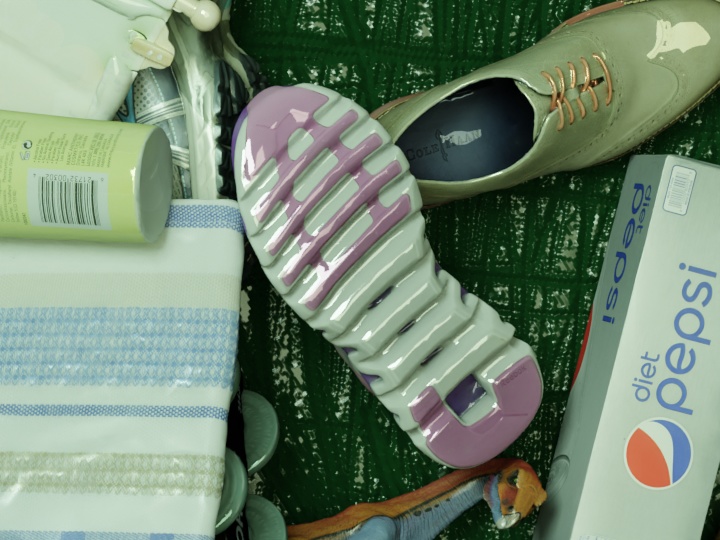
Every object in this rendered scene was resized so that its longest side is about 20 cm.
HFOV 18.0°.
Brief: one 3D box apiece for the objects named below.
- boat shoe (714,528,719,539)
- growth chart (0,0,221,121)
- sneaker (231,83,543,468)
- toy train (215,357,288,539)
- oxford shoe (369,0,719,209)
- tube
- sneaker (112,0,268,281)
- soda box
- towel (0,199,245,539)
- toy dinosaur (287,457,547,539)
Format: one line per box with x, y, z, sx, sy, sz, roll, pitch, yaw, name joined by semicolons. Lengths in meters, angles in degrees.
0.198;0.209;1.093;0.069;0.071;0.202;4;98;-11;boat shoe
-0.172;-0.083;1.009;0.144;0.018;0.200;35;118;-9;growth chart
0.000;0.000;1.033;0.080;0.088;0.201;-38;114;-8;sneaker
-0.094;0.114;1.002;0.113;0.085;0.201;-12;60;12;toy train
0.094;-0.076;1.060;0.199;0.074;0.071;-25;96;-6;oxford shoe
-0.182;-0.045;0.993;0.198;0.058;0.052;4;135;12;tube
-0.093;-0.086;1.047;0.086;0.078;0.202;-5;102;21;sneaker
0.140;0.048;1.075;0.063;0.068;0.202;14;91;-9;soda box
-0.125;0.060;0.973;0.146;0.024;0.201;-2;65;11;towel
-0.009;0.133;1.048;0.200;0.105;0.182;40;77;-1;toy dinosaur
